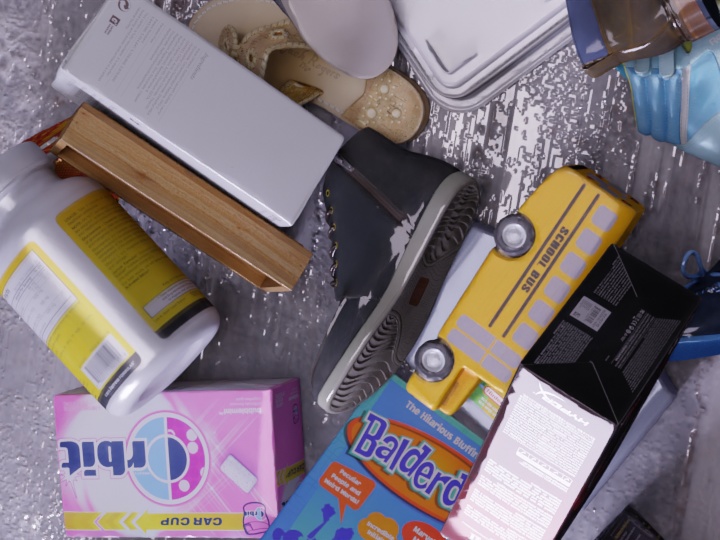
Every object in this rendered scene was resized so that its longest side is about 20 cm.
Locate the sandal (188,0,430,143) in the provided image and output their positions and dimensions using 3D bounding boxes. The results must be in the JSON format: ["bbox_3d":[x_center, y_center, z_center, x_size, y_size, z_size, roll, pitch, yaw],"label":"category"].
[{"bbox_3d":[-0.050,-0.155,1.335,0.210,0.070,0.078,26,102,15],"label":"sandal"}]

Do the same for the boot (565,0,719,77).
[{"bbox_3d":[0.173,-0.228,1.224,0.096,0.075,0.202,-27,55,22],"label":"boot"}]

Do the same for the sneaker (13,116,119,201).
[{"bbox_3d":[-0.195,-0.095,1.401,0.198,0.073,0.077,-25,120,15],"label":"sneaker"}]

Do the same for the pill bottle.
[{"bbox_3d":[-0.207,0.003,1.324,0.112,0.112,0.200,-45,84,17],"label":"pill bottle"}]

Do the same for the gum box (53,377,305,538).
[{"bbox_3d":[-0.146,0.148,1.395,0.198,0.066,0.115,-3,93,19],"label":"gum box"}]

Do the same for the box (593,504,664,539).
[{"bbox_3d":[0.212,0.248,1.213,0.158,0.200,0.050,46,103,9],"label":"box"}]

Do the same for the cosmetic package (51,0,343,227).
[{"bbox_3d":[-0.121,-0.117,1.297,0.199,0.113,0.082,35,82,-10],"label":"cosmetic package"}]

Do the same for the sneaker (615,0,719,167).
[{"bbox_3d":[0.246,-0.174,1.229,0.129,0.079,0.202,18,99,15],"label":"sneaker"}]

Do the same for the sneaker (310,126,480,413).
[{"bbox_3d":[0.000,0.000,1.311,0.106,0.075,0.201,31,92,28],"label":"sneaker"}]

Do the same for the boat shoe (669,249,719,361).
[{"bbox_3d":[0.269,0.019,1.248,0.198,0.084,0.069,-10,77,1],"label":"boat shoe"}]

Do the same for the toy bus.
[{"bbox_3d":[0.115,0.019,1.262,0.078,0.065,0.201,34,104,11],"label":"toy bus"}]

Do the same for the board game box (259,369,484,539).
[{"bbox_3d":[0.020,0.198,1.311,0.151,0.045,0.201,35,78,10],"label":"board game box"}]

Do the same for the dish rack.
[{"bbox_3d":[0.074,-0.236,1.301,0.171,0.043,0.201,-35,82,19],"label":"dish rack"}]

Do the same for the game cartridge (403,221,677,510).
[{"bbox_3d":[0.129,0.064,1.313,0.200,0.040,0.134,40,102,11],"label":"game cartridge"}]

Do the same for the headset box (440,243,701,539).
[{"bbox_3d":[0.137,0.105,1.189,0.075,0.149,0.201,32,134,12],"label":"headset box"}]

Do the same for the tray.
[{"bbox_3d":[-0.135,-0.052,1.319,0.199,0.099,0.037,33,81,-12],"label":"tray"}]

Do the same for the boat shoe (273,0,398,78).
[{"bbox_3d":[-0.043,-0.231,1.324,0.074,0.093,0.201,-36,97,4],"label":"boat shoe"}]
